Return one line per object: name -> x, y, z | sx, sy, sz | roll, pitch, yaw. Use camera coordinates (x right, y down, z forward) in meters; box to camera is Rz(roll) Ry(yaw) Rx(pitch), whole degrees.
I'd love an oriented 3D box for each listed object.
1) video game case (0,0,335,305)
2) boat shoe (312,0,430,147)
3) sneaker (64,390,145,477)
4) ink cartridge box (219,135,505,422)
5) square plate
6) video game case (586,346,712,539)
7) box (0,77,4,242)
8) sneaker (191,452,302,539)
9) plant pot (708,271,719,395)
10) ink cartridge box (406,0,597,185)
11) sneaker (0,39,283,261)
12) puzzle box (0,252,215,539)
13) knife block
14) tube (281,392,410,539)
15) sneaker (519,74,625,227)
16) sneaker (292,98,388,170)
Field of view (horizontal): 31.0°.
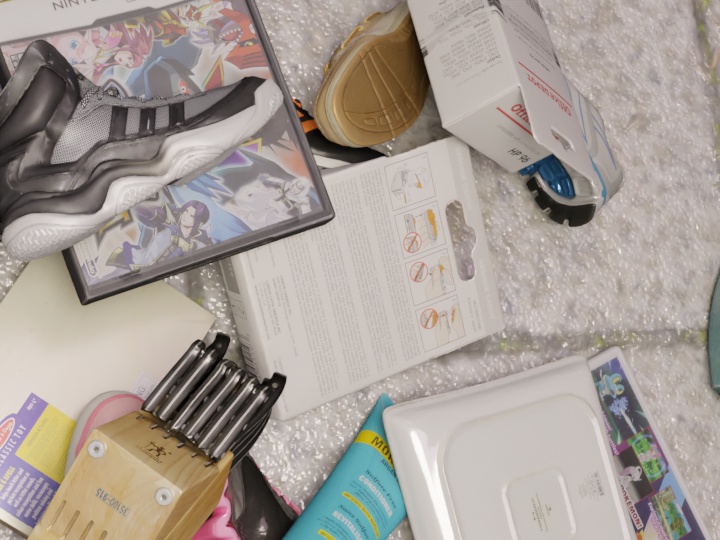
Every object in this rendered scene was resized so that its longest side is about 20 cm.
video game case -> -0.131, -0.100, 0.853 | 0.180, 0.025, 0.201 | -19, 85, -24
boat shoe -> 0.009, -0.147, 0.985 | 0.074, 0.069, 0.200 | 63, 37, -20
sneaker -> -0.137, 0.179, 0.832 | 0.075, 0.104, 0.202 | 8, 82, -41
ink cartridge box -> 0.000, 0.000, 0.949 | 0.199, 0.050, 0.162 | -21, 108, -26
square plate -> 0.125, 0.176, 0.957 | 0.197, 0.028, 0.202 | -12, 84, -31
video game case -> 0.175, 0.186, 1.017 | 0.181, 0.023, 0.201 | -24, 87, -25
box -> -0.196, -0.119, 0.874 | 0.156, 0.051, 0.202 | 2, 77, -22
sneaker -> -0.074, 0.178, 0.902 | 0.095, 0.079, 0.202 | -15, 85, -41
plant pot -> 0.399, 0.047, 1.060 | 0.196, 0.196, 0.201 | 37, 77, -9
ink cartridge box -> 0.099, -0.151, 0.956 | 0.116, 0.068, 0.201 | 23, 47, -54
sneaker -> -0.148, -0.097, 0.790 | 0.199, 0.075, 0.114 | -32, 94, -22
puzzle box -> -0.205, 0.078, 0.891 | 0.133, 0.025, 0.201 | 36, 67, -11
knife block -> -0.125, 0.137, 0.792 | 0.064, 0.175, 0.201 | 33, 99, 10
tube -> -0.001, 0.165, 0.911 | 0.078, 0.050, 0.200 | 55, 36, -7
sneaker -> 0.152, -0.136, 1.075 | 0.086, 0.075, 0.201 | -27, 88, -43
sneaker -> -0.062, -0.114, 0.972 | 0.198, 0.070, 0.091 | 11, 76, -17
